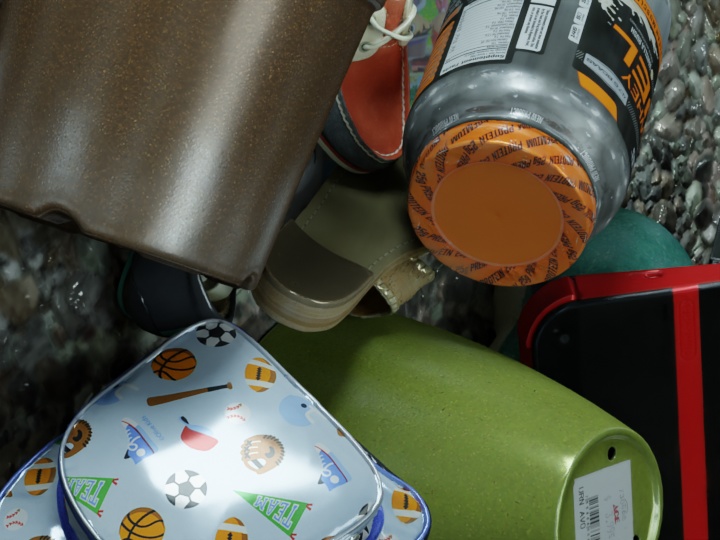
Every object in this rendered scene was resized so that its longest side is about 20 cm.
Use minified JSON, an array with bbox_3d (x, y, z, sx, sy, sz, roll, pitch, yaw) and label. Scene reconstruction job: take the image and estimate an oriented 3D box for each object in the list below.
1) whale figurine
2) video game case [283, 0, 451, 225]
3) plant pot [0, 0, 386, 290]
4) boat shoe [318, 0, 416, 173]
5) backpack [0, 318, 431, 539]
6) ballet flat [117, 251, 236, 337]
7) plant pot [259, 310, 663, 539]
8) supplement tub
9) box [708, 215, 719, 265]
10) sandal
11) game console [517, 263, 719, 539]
[{"bbox_3d":[0.141,0.062,1.666,0.159,0.104,0.201,10,90,-49],"label":"whale figurine"},{"bbox_3d":[0.022,-0.100,1.574,0.200,0.022,0.183,-3,97,-48],"label":"video game case"},{"bbox_3d":[-0.091,-0.106,1.335,0.200,0.200,0.199,20,89,-47],"label":"plant pot"},{"bbox_3d":[-0.003,-0.147,1.475,0.071,0.062,0.201,-24,108,-46],"label":"boat shoe"},{"bbox_3d":[-0.081,0.134,1.363,0.190,0.200,0.154,-40,152,-17],"label":"backpack"},{"bbox_3d":[-0.066,-0.060,1.446,0.073,0.073,0.201,26,76,-47],"label":"ballet flat"},{"bbox_3d":[0.054,0.119,1.505,0.187,0.200,0.188,-9,102,-47],"label":"plant pot"},{"bbox_3d":[0.093,-0.091,1.503,0.123,0.122,0.200,62,31,-32],"label":"supplement tub"},{"bbox_3d":[0.231,0.045,1.714,0.193,0.047,0.201,-69,164,-62],"label":"box"},{"bbox_3d":[-0.005,-0.003,1.502,0.212,0.078,0.070,-37,158,-55],"label":"sandal"},{"bbox_3d":[0.182,0.090,1.616,0.176,0.031,0.201,-7,116,-3],"label":"game console"}]
